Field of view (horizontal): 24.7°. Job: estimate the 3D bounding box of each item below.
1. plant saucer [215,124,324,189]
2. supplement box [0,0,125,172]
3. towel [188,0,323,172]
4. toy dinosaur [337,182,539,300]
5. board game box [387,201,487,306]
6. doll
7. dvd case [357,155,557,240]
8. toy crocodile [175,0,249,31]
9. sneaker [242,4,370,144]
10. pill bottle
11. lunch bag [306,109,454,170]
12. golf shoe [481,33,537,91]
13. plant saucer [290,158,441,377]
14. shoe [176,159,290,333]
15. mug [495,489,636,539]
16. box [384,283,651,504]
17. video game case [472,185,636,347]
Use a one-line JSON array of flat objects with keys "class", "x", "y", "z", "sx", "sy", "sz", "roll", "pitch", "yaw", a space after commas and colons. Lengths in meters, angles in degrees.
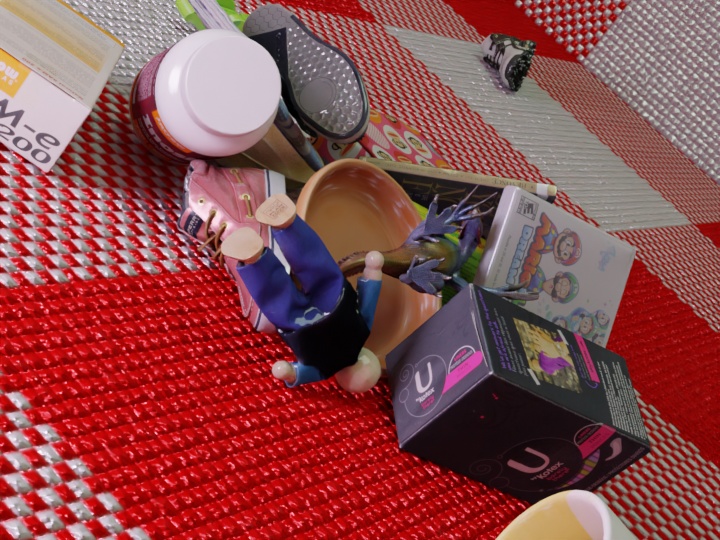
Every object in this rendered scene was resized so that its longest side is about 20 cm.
[{"class": "plant saucer", "x": -0.126, "y": -0.143, "z": 1.712, "sx": 0.200, "sy": 0.035, "sz": 0.200, "roll": 34, "pitch": 19, "yaw": -13}, {"class": "supplement box", "x": -0.289, "y": -0.178, "z": 1.442, "sx": 0.126, "sy": 0.074, "sz": 0.200, "roll": 34, "pitch": 19, "yaw": -12}, {"class": "towel", "x": -0.104, "y": -0.194, "z": 1.657, "sx": 0.147, "sy": 0.024, "sz": 0.200, "roll": 52, "pitch": -2, "yaw": 34}, {"class": "toy dinosaur", "x": 0.064, "y": -0.025, "z": 1.490, "sx": 0.199, "sy": 0.106, "sz": 0.181, "roll": 0, "pitch": -2, "yaw": -1}, {"class": "board game box", "x": 0.078, "y": 0.006, "z": 1.639, "sx": 0.199, "sy": 0.102, "sz": 0.048, "roll": 26, "pitch": 20, "yaw": -31}, {"class": "doll", "x": -0.032, "y": 0.030, "z": 1.351, "sx": 0.048, "sy": 0.136, "sz": 0.200, "roll": 23, "pitch": -28, "yaw": 47}, {"class": "dvd case", "x": 0.086, "y": -0.062, "z": 1.672, "sx": 0.199, "sy": 0.149, "sz": 0.016, "roll": 8, "pitch": 65, "yaw": -5}, {"class": "toy crocodile", "x": -0.140, "y": -0.286, "z": 1.988, "sx": 0.199, "sy": 0.062, "sz": 0.068, "roll": 11, "pitch": 33, "yaw": -44}, {"class": "sneaker", "x": -0.031, "y": -0.171, "z": 1.685, "sx": 0.203, "sy": 0.077, "sz": 0.146, "roll": 54, "pitch": -1, "yaw": 37}, {"class": "pill bottle", "x": -0.139, "y": -0.156, "z": 1.487, "sx": 0.113, "sy": 0.113, "sz": 0.200, "roll": 33, "pitch": -10, "yaw": -15}, {"class": "lunch bag", "x": 0.042, "y": -0.100, "z": 1.846, "sx": 0.176, "sy": 0.082, "sz": 0.200, "roll": 49, "pitch": 21, "yaw": 26}, {"class": "golf shoe", "x": 0.248, "y": -0.364, "z": 2.853, "sx": 0.094, "sy": 0.078, "sz": 0.200, "roll": 21, "pitch": 17, "yaw": 4}, {"class": "plant saucer", "x": 0.000, "y": 0.000, "z": 1.487, "sx": 0.200, "sy": 0.037, "sz": 0.201, "roll": 24, "pitch": 59, "yaw": -46}, {"class": "shoe", "x": -0.113, "y": -0.024, "z": 1.432, "sx": 0.091, "sy": 0.072, "sz": 0.201, "roll": 11, "pitch": 38, "yaw": -13}, {"class": "mug", "x": 0.174, "y": 0.254, "z": 1.205, "sx": 0.153, "sy": 0.149, "sz": 0.187, "roll": 40, "pitch": 25, "yaw": -19}, {"class": "box", "x": 0.137, "y": 0.116, "z": 1.442, "sx": 0.199, "sy": 0.122, "sz": 0.106, "roll": 25, "pitch": 38, "yaw": -31}, {"class": "video game case", "x": 0.180, "y": 0.041, "z": 1.628, "sx": 0.182, "sy": 0.201, "sz": 0.024, "roll": 24, "pitch": -8, "yaw": -36}]
